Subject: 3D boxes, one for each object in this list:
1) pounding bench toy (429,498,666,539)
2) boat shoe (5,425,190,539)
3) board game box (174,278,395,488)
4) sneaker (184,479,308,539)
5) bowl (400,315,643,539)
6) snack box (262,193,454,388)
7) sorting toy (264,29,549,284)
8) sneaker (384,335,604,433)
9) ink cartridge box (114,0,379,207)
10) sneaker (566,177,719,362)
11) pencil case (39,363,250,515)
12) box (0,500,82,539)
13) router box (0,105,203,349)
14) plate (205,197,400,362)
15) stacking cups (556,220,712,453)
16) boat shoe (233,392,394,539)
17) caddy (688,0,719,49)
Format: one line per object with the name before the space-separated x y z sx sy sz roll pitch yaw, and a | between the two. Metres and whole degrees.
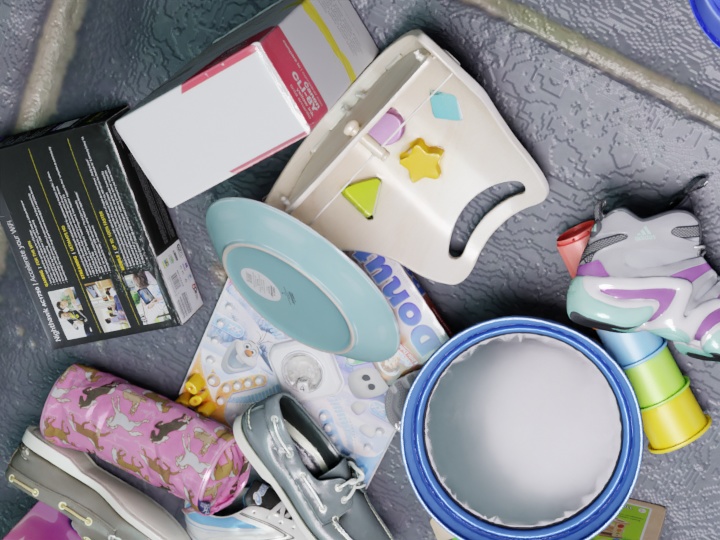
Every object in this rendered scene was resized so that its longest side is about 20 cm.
pounding bench toy | 0.153 0.283 1.517 0.200 0.124 0.156 12 116 14
boat shoe | -0.249 0.226 1.631 0.202 0.072 0.060 34 97 12
board game box | -0.053 0.093 1.563 0.200 0.026 0.200 29 119 6
sneaker | -0.072 0.239 1.606 0.200 0.072 0.073 10 121 14
bowl | 0.133 0.136 1.420 0.200 0.039 0.201 1 95 7
snack box | 0.000 0.000 1.487 0.072 0.024 0.200 -34 91 16
sorting toy | 0.054 -0.080 1.417 0.180 0.107 0.200 39 112 -13
sneaker | 0.122 0.099 1.488 0.199 0.082 0.075 -11 74 8
ink cartridge box | -0.085 -0.148 1.373 0.145 0.200 0.084 -27 105 27
sneaker | 0.271 -0.005 1.384 0.200 0.078 0.140 16 83 -21
pencil case | -0.201 0.157 1.594 0.200 0.083 0.087 23 77 22
box | -0.284 0.324 1.642 0.176 0.200 0.097 42 118 -1
router box | -0.247 -0.036 1.560 0.149 0.051 0.200 -11 108 25
plate | -0.055 0.017 1.438 0.200 0.026 0.200 30 155 15
stacking cups | 0.221 0.056 1.433 0.060 0.061 0.200 -26 101 27
boat shoe | -0.030 0.193 1.543 0.200 0.073 0.062 48 122 1
caddy | 0.337 -0.211 1.255 0.200 0.105 0.142 20 95 11
